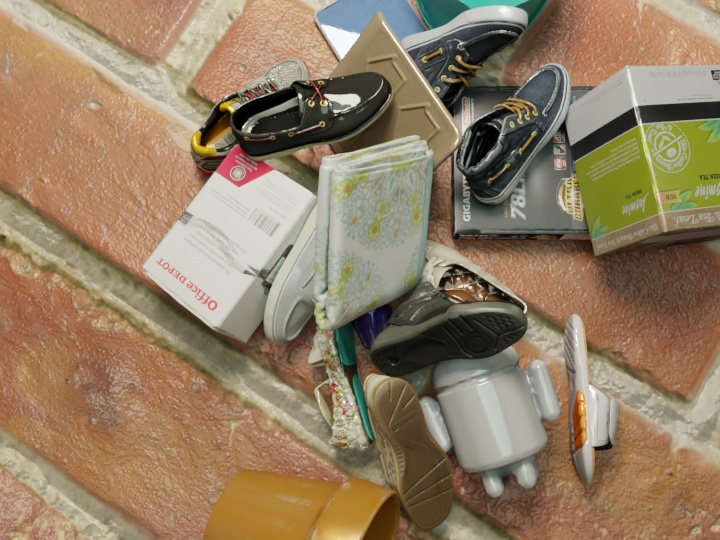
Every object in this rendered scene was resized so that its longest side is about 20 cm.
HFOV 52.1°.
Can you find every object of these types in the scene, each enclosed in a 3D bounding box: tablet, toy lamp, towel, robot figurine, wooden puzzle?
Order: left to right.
[{"bbox_3d":[0.000,0.000,0.952,0.058,0.058,0.202,-15,82,-1],"label":"toy lamp"},{"bbox_3d":[0.014,-0.046,0.853,0.048,0.170,0.202,21,119,37],"label":"towel"},{"bbox_3d":[0.032,-0.193,0.941,0.046,0.185,0.201,-20,76,-42],"label":"wooden puzzle"},{"bbox_3d":[0.036,-0.305,1.019,0.129,0.014,0.201,-31,83,-3],"label":"tablet"},{"bbox_3d":[0.155,0.166,0.894,0.168,0.113,0.202,-20,82,14],"label":"robot figurine"}]

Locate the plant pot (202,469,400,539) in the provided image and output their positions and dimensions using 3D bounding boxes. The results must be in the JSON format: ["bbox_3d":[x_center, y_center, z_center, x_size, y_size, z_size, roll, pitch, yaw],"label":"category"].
[{"bbox_3d":[-0.074,0.321,0.850,0.182,0.200,0.202,16,82,20],"label":"plant pot"}]

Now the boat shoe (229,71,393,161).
[{"bbox_3d":[-0.059,-0.192,0.882,0.199,0.063,0.074,-17,62,9],"label":"boat shoe"}]

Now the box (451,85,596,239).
[{"bbox_3d":[0.219,-0.142,0.973,0.196,0.050,0.202,1,81,1],"label":"box"}]

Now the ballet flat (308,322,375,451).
[{"bbox_3d":[-0.032,0.131,0.929,0.063,0.076,0.202,-16,78,15],"label":"ballet flat"}]

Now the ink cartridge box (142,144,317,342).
[{"bbox_3d":[-0.153,-0.033,0.930,0.145,0.083,0.201,34,84,25],"label":"ink cartridge box"}]

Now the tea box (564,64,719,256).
[{"bbox_3d":[0.382,-0.133,0.898,0.198,0.134,0.199,-8,82,-20],"label":"tea box"}]

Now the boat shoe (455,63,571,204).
[{"bbox_3d":[0.190,-0.183,0.900,0.071,0.091,0.201,26,84,35],"label":"boat shoe"}]

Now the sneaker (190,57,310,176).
[{"bbox_3d":[-0.143,-0.206,0.974,0.078,0.082,0.200,43,84,7],"label":"sneaker"}]

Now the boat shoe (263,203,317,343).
[{"bbox_3d":[-0.052,0.009,0.897,0.071,0.070,0.202,31,101,29],"label":"boat shoe"}]

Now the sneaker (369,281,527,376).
[{"bbox_3d":[0.107,0.053,0.866,0.076,0.198,0.115,49,42,-23],"label":"sneaker"}]

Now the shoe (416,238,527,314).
[{"bbox_3d":[0.127,0.012,0.948,0.199,0.053,0.070,29,83,5],"label":"shoe"}]

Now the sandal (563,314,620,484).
[{"bbox_3d":[0.291,0.157,0.910,0.059,0.079,0.209,-1,79,4],"label":"sandal"}]

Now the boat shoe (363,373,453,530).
[{"bbox_3d":[0.058,0.218,0.897,0.073,0.063,0.202,-21,101,-20],"label":"boat shoe"}]

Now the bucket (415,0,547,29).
[{"bbox_3d":[0.161,-0.402,0.969,0.205,0.135,0.210,0,81,2],"label":"bucket"}]

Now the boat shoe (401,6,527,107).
[{"bbox_3d":[0.125,-0.258,0.918,0.070,0.199,0.092,6,85,-37],"label":"boat shoe"}]
